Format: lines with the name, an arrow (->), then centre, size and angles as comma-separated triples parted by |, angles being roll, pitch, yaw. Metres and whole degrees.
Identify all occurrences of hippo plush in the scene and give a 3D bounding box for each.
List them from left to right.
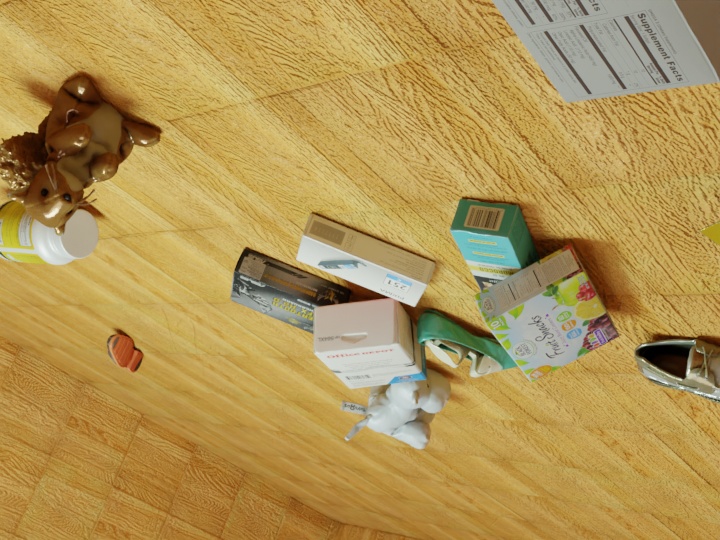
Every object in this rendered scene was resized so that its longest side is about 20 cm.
hippo plush -> 0.082, 0.229, 1.912 | 0.198, 0.160, 0.161 | 14, 131, -23

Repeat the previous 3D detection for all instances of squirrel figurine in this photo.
squirrel figurine -> -0.409, -0.143, 1.378 | 0.198, 0.188, 0.141 | 1, 151, 41

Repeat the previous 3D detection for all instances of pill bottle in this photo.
pill bottle -> -0.562, -0.068, 1.789 | 0.198, 0.113, 0.112 | 4, 153, 36

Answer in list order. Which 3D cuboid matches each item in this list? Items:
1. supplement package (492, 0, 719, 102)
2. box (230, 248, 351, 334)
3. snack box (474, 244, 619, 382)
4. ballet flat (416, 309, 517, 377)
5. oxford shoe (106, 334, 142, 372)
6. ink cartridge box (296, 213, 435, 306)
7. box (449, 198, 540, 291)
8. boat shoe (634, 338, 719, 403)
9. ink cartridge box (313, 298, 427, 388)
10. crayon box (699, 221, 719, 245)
supplement package -> 0.167, -0.236, 0.627 | 0.110, 0.202, 0.156 | 0, 151, 43
box -> -0.124, 0.044, 1.739 | 0.198, 0.049, 0.159 | 23, 157, -2
snack box -> 0.251, 0.062, 1.333 | 0.141, 0.053, 0.200 | -28, 143, 12
ballet flat -> 0.177, 0.135, 1.648 | 0.198, 0.071, 0.067 | 25, 158, -10
oxford shoe -> -0.609, 0.203, 2.517 | 0.072, 0.072, 0.200 | 22, 159, 12
ink cartridge box -> 0.000, 0.000, 1.533 | 0.198, 0.045, 0.176 | 22, 157, -1
box -> 0.185, -0.017, 1.318 | 0.081, 0.050, 0.200 | 9, 155, 28
boat shoe -> 0.471, 0.136, 1.381 | 0.198, 0.076, 0.068 | 0, 156, 43
ink cartridge box -> 0.019, 0.124, 1.673 | 0.144, 0.085, 0.200 | -7, 155, 14
crayon box -> 0.468, -0.031, 1.031 | 0.198, 0.051, 0.127 | 27, 157, -16
